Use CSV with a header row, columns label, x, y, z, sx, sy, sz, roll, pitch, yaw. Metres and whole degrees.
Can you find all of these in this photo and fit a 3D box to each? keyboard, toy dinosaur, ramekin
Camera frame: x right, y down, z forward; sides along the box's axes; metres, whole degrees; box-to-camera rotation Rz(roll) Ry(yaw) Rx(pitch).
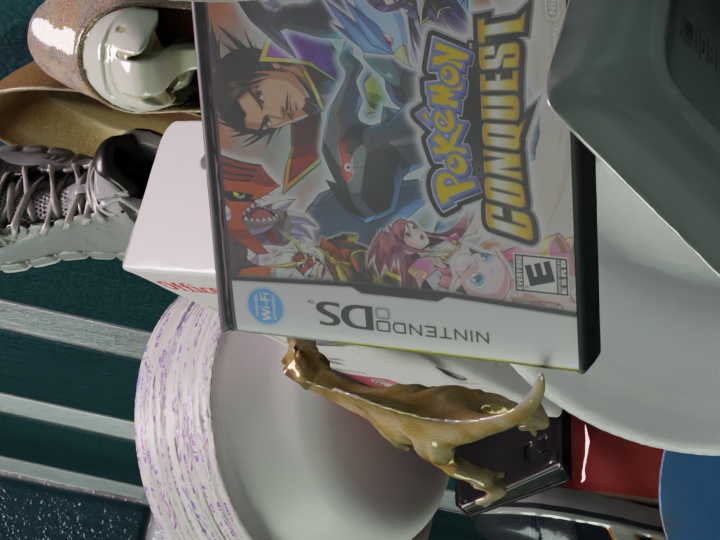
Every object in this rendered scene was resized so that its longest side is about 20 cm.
label,x,y,z,sx,sy,sz,roll,pitch,yaw
keyboard,0.101,0.027,1.362,0.127,0.201,0.021,-28,135,34
toy dinosaur,0.038,0.073,1.213,0.101,0.059,0.199,23,171,-39
ramekin,0.159,-0.015,1.185,0.199,0.098,0.201,11,138,10

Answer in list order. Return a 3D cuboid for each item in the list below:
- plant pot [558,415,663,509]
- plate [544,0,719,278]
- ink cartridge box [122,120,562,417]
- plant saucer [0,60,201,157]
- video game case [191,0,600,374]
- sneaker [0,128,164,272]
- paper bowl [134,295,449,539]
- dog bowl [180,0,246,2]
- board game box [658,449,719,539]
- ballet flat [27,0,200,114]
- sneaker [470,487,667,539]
label,x,y,z,sx,sy,sz,roll,pitch,yaw
plant pot,0.183,0.057,1.447,0.199,0.179,0.201,10,166,3
plate,0.158,-0.044,0.988,0.200,0.200,0.032,43,116,-11
ink cartridge box,0.000,0.000,1.307,0.199,0.083,0.146,26,167,-35
plant saucer,-0.115,-0.082,1.431,0.199,0.036,0.200,11,167,3
video game case,0.015,-0.059,1.120,0.179,0.201,0.025,6,-155,23
sneaker,-0.157,-0.048,1.403,0.198,0.076,0.116,2,162,-1
paper bowl,-0.024,0.091,1.446,0.104,0.202,0.200,-15,153,37
dog bowl,-0.103,-0.169,1.003,0.198,0.059,0.200,11,166,3
board game box,0.227,0.071,1.331,0.039,0.199,0.159,42,160,50
ballet flat,-0.074,-0.103,1.220,0.198,0.069,0.067,1,-154,15
sneaker,0.150,0.169,1.383,0.198,0.080,0.078,14,168,-3
